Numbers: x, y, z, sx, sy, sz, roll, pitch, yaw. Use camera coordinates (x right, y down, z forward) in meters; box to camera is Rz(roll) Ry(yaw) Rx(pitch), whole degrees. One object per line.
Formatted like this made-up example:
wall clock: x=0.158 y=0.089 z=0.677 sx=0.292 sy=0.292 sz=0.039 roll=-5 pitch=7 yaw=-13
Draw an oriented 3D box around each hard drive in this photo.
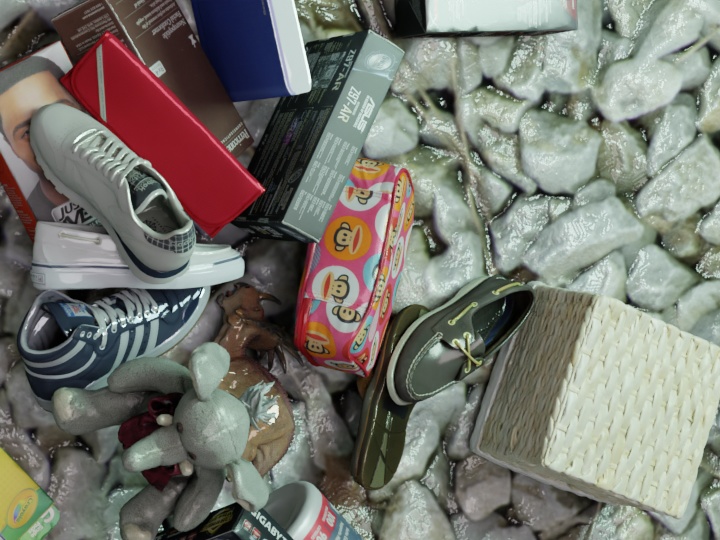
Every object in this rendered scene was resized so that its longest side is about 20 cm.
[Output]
hard drive: x=-0.106 y=-0.224 z=1.610 sx=0.025 sy=0.200 sz=0.133 roll=-16 pitch=99 yaw=-22

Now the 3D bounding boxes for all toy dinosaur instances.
toy dinosaur: x=-0.103 y=0.123 z=1.693 sx=0.135 sy=0.086 sz=0.201 roll=-27 pitch=104 yaw=-22

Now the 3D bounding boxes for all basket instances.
basket: x=0.254 y=0.133 z=1.815 sx=0.197 sy=0.161 sz=0.201 roll=23 pitch=82 yaw=-23

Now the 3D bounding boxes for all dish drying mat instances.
dish drying mat: x=-0.180 y=-0.121 z=1.575 sx=0.077 sy=0.018 sz=0.200 roll=-40 pitch=99 yaw=26

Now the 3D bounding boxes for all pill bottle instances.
pill bottle: x=-0.030 y=0.316 z=1.718 sx=0.120 sy=0.119 sz=0.200 roll=-47 pitch=110 yaw=-15

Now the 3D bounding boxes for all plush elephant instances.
plush elephant: x=-0.156 y=0.147 z=1.537 sx=0.199 sy=0.155 sz=0.166 roll=-22 pitch=89 yaw=-9

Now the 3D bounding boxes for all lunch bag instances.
lunch bag: x=0.000 y=0.000 z=1.699 sx=0.081 sy=0.176 sz=0.201 roll=13 pitch=79 yaw=12

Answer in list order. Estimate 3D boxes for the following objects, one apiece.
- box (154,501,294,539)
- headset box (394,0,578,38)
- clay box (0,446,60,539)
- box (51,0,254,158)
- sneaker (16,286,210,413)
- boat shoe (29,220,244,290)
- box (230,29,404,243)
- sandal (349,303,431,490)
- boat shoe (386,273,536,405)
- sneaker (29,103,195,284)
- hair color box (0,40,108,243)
box: x=-0.124 y=0.304 z=1.635 sx=0.159 sy=0.199 sz=0.046 roll=47 pitch=42 yaw=-18
headset box: x=0.136 y=-0.315 z=1.784 sx=0.199 sy=0.075 sz=0.150 roll=-5 pitch=95 yaw=-24
clay box: x=-0.372 y=0.201 z=1.596 sx=0.115 sy=0.048 sz=0.200 roll=-46 pitch=108 yaw=-15
box: x=-0.191 y=-0.174 z=1.623 sx=0.201 sy=0.075 sz=0.100 roll=61 pitch=32 yaw=-16
sneaker: x=-0.229 y=0.041 z=1.615 sx=0.200 sy=0.070 sz=0.109 roll=-38 pitch=146 yaw=-16
boat shoe: x=-0.199 y=-0.019 z=1.583 sx=0.199 sy=0.073 sz=0.067 roll=-3 pitch=99 yaw=-26
box: x=-0.047 y=-0.127 z=1.665 sx=0.043 sy=0.160 sz=0.201 roll=28 pitch=81 yaw=-23
sandal: x=0.025 y=0.125 z=1.765 sx=0.082 sy=0.054 sz=0.201 roll=35 pitch=67 yaw=-46
boat shoe: x=0.103 y=0.068 z=1.762 sx=0.201 sy=0.060 sz=0.072 roll=-42 pitch=120 yaw=-38
sneaker: x=-0.214 y=-0.083 z=1.534 sx=0.200 sy=0.081 sz=0.076 roll=45 pitch=63 yaw=11
hair color box: x=-0.281 y=-0.099 z=1.614 sx=0.101 sy=0.061 sz=0.201 roll=-31 pitch=104 yaw=-20
